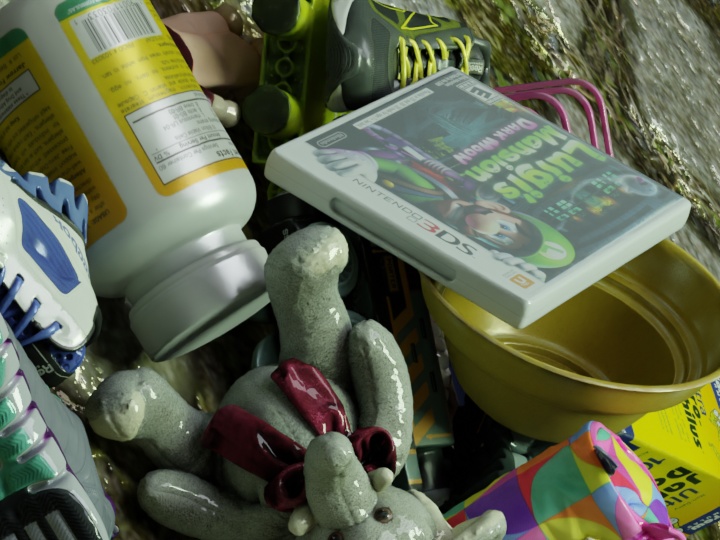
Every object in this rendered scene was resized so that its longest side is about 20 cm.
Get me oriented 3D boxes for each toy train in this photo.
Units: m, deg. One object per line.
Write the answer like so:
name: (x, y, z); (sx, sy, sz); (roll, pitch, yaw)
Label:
toy train: (-0.002, 0.050, 1.626); (0.114, 0.085, 0.201); (-3, 76, -44)

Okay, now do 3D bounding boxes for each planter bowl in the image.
planter bowl: (0.114, 0.041, 1.631); (0.200, 0.084, 0.201); (13, 31, -8)

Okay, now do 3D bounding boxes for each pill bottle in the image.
pill bottle: (-0.126, -0.057, 1.543); (0.200, 0.113, 0.113); (59, 24, 7)

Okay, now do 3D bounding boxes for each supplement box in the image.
supplement box: (0.164, 0.107, 1.888); (0.200, 0.109, 0.110); (26, 42, -52)

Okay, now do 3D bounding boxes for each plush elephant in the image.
plush elephant: (-0.021, 0.111, 1.463); (0.155, 0.164, 0.200); (36, -26, 54)

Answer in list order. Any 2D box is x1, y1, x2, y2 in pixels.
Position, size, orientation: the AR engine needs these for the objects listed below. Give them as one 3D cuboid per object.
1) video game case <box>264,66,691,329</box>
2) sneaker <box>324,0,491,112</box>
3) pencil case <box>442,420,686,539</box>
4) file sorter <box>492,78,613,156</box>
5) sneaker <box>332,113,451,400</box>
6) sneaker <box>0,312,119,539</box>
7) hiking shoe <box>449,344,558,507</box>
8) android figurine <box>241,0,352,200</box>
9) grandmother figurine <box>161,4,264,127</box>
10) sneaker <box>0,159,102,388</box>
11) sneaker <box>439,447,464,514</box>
video game case: (0.071, -0.048, 1.646); (0.182, 0.023, 0.200); (31, 32, 21)
sneaker: (0.032, -0.137, 1.783); (0.200, 0.084, 0.075); (-23, 116, -74)
pencil case: (0.076, 0.161, 1.541); (0.088, 0.200, 0.088); (50, 17, -21)
file sorter: (0.088, -0.046, 1.871); (0.200, 0.125, 0.139); (-31, 112, -67)
sneaker: (0.000, 0.000, 1.721); (0.089, 0.078, 0.201); (5, 72, -42)
sneaker: (-0.180, 0.062, 1.359); (0.200, 0.074, 0.088); (64, 12, -9)
hiking shoe: (0.104, 0.109, 1.690); (0.087, 0.074, 0.200); (34, 29, -12)
android figurine: (-0.031, -0.121, 1.797); (0.200, 0.041, 0.183); (21, 74, -76)
grandmother figurine: (-0.121, -0.127, 1.721); (0.121, 0.061, 0.200); (35, 19, 22)
sneaker: (-0.185, 0.001, 1.395); (0.199, 0.080, 0.115); (22, 39, -55)
sneaker: (0.057, 0.173, 1.671); (0.081, 0.074, 0.200); (40, 20, -19)
